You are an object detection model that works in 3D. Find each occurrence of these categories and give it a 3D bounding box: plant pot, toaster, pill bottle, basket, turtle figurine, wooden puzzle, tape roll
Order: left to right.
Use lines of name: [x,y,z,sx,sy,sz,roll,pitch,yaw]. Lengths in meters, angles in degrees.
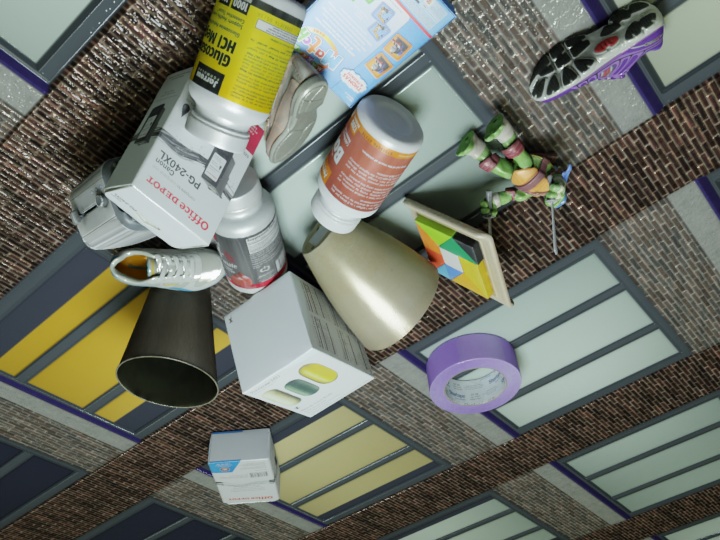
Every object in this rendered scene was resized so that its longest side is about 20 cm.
toaster: [-0.337,-0.103,1.105,0.127,0.199,0.116,-20,92,32]
basket: [-0.328,0.116,1.303,0.178,0.203,0.136,24,131,-26]
pill bottle: [-0.153,-0.261,0.939,0.110,0.113,0.204,18,105,-23]
pill bottle: [-0.185,-0.068,1.191,0.108,0.112,0.202,-6,137,1]
plant pot: [0.000,0.000,1.248,0.186,0.189,0.199,-36,115,29]
pill bottle: [0.002,-0.155,1.116,0.110,0.114,0.201,18,132,-23]
wooden puzzle: [0.163,-0.024,1.236,0.037,0.183,0.201,-47,137,-15]
tape roll: [0.240,0.223,1.568,0.195,0.067,0.203,-2,136,-2]
turtle figurine: [0.236,-0.125,1.128,0.193,0.144,0.201,39,89,-19]

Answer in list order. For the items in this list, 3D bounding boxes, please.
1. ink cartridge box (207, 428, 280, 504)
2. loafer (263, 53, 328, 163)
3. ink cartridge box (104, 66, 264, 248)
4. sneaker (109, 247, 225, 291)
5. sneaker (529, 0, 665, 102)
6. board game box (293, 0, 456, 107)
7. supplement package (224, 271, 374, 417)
ink cartridge box: [-0.275,0.473,1.765,0.143,0.087,0.202,-4,138,0]
loafer: [-0.101,-0.232,1.060,0.071,0.064,0.200,-30,170,-30]
ink cartridge box: [-0.241,-0.153,1.024,0.082,0.203,0.145,-1,149,43]
sneaker: [-0.327,-0.001,1.254,0.195,0.079,0.081,-2,-179,-5]
sneaker: [0.336,-0.288,1.036,0.197,0.082,0.083,-26,139,20]
board game box: [0.006,-0.332,0.986,0.199,0.037,0.150,-35,129,27]
supplement package: [-0.103,0.133,1.258,0.150,0.153,0.199,-32,146,17]
